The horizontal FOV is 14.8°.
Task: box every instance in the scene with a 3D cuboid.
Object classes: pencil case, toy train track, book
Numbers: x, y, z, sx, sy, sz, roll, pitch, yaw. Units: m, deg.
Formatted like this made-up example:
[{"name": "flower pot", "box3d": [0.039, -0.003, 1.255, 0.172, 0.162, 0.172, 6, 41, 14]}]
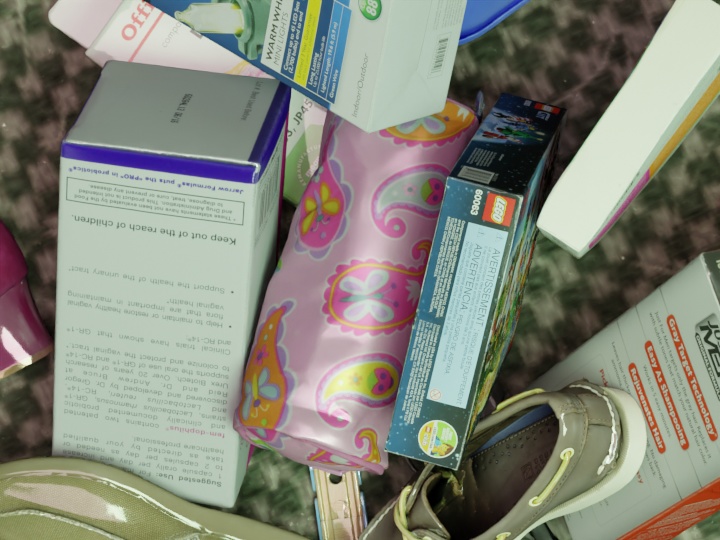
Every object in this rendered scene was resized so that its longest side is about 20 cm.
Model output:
[{"name": "pencil case", "box3d": [0.000, 0.000, 1.377, 0.087, 0.087, 0.200, 15, 79, 5]}, {"name": "toy train track", "box3d": [-0.009, 0.147, 1.477, 0.114, 0.033, 0.201, -8, 87, 5]}, {"name": "book", "box3d": [0.138, -0.066, 1.385, 0.048, 0.200, 0.134, 34, 91, 4]}]

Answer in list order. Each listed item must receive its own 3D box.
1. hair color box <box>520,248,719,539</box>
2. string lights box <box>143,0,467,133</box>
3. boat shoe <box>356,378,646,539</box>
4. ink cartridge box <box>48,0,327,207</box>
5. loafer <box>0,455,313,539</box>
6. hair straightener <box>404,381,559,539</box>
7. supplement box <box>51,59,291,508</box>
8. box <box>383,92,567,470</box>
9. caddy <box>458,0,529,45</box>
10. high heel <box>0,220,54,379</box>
[{"name": "hair color box", "box3d": [0.161, 0.067, 1.374, 0.061, 0.200, 0.102, -11, 74, -27]}, {"name": "string lights box", "box3d": [-0.039, -0.158, 1.344, 0.200, 0.059, 0.103, 31, 124, 33]}, {"name": "boat shoe", "box3d": [0.053, 0.117, 1.387, 0.200, 0.059, 0.072, -36, 58, 35]}, {"name": "ink cartridge box", "box3d": [-0.063, -0.125, 1.470, 0.200, 0.067, 0.117, 35, 92, 5]}, {"name": "loafer", "box3d": [-0.111, 0.149, 1.407, 0.199, 0.076, 0.068, 14, 60, -5]}, {"name": "hair straightener", "box3d": [0.082, 0.134, 1.464, 0.077, 0.041, 0.200, -37, 90, 3]}, {"name": "supplement box", "box3d": [-0.097, 0.007, 1.413, 0.103, 0.101, 0.200, 7, 118, 6]}, {"name": "box", "box3d": [0.059, 0.000, 1.357, 0.038, 0.200, 0.137, 14, 107, 7]}, {"name": "caddy", "box3d": [0.046, -0.200, 1.427, 0.200, 0.105, 0.141, -35, 75, -26]}, {"name": "high heel", "box3d": [-0.268, 0.042, 1.479, 0.200, 0.067, 0.096, -26, 97, -1]}]
